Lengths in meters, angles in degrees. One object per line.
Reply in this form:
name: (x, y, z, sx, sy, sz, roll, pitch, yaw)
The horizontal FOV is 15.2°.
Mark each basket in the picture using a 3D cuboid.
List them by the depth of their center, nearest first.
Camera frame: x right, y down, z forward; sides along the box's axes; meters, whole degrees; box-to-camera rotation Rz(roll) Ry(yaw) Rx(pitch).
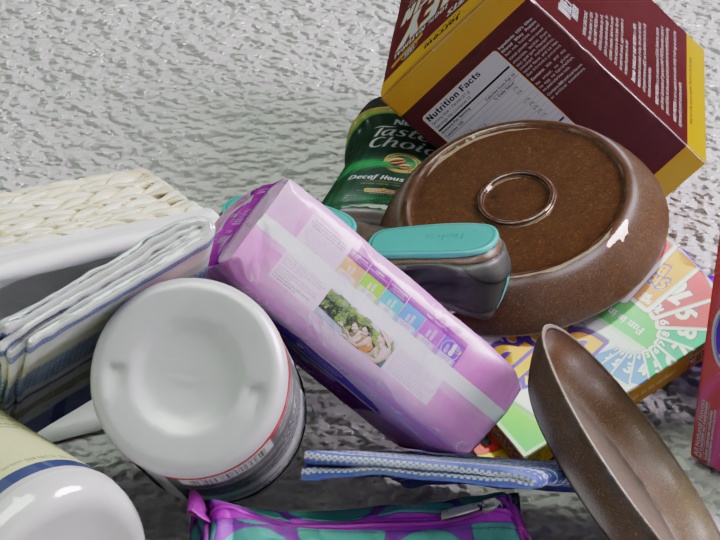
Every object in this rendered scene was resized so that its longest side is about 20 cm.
basket: (-0.199, 0.021, 1.763, 0.199, 0.136, 0.123, -13, 31, -25)

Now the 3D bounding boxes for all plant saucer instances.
plant saucer: (0.156, 0.122, 1.592, 0.032, 0.200, 0.200, -35, 28, 13)
plant saucer: (0.106, -0.038, 1.802, 0.199, 0.035, 0.201, -8, 44, 8)

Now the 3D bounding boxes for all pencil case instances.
pencil case: (0.000, 0.169, 1.555, 0.199, 0.093, 0.085, -2, 30, -5)

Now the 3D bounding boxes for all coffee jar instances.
coffee jar: (0.029, -0.054, 1.956, 0.104, 0.086, 0.200, 7, 29, 7)

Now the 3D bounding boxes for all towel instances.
towel: (-0.157, 0.038, 1.590, 0.147, 0.200, 0.024, -31, 77, -19)
towel: (0.061, 0.123, 1.598, 0.144, 0.024, 0.200, 2, -3, 19)

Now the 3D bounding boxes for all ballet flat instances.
ballet flat: (0.000, 0.000, 1.739, 0.199, 0.069, 0.068, 9, 34, 22)

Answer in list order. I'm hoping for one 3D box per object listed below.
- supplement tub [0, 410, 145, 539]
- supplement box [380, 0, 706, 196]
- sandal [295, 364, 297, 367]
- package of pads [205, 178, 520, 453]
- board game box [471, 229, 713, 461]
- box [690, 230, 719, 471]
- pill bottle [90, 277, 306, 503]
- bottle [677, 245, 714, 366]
supplement tub: (-0.235, 0.145, 1.530, 0.145, 0.146, 0.200, -25, 39, -39)
supplement box: (0.138, -0.146, 1.978, 0.200, 0.133, 0.198, 41, 26, -16)
sandal: (-0.056, 0.033, 1.805, 0.050, 0.083, 0.203, -7, 41, 6)
package of pads: (-0.006, 0.031, 1.651, 0.076, 0.200, 0.120, -54, 13, -14)
board game box: (0.144, 0.054, 1.753, 0.200, 0.030, 0.096, -32, 60, -15)
box: (0.282, 0.036, 1.694, 0.095, 0.201, 0.100, 27, 38, 34)
pill bottle: (-0.090, 0.078, 1.597, 0.113, 0.115, 0.200, 4, -11, 4)
bottle: (0.191, 0.014, 1.845, 0.199, 0.084, 0.065, 28, 53, 27)
